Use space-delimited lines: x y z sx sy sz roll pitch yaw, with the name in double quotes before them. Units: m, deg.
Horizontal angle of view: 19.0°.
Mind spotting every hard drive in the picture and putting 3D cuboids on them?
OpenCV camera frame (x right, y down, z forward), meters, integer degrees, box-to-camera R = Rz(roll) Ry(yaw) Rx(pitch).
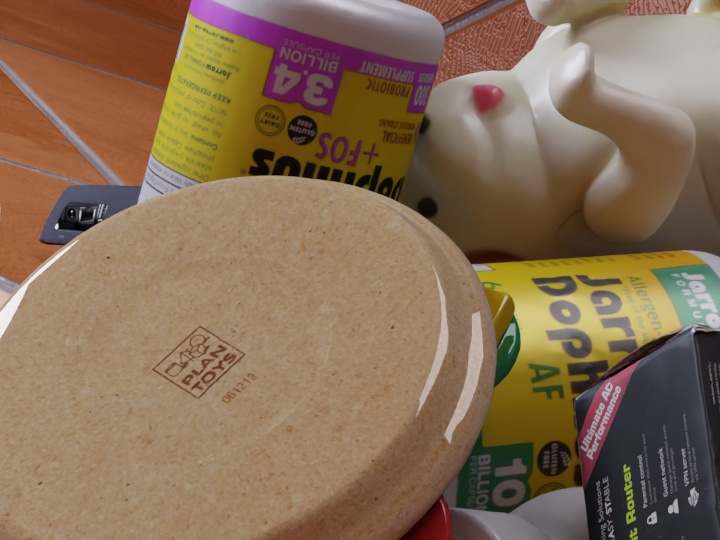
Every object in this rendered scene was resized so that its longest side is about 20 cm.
"hard drive" -0.076 -0.023 1.283 0.199 0.043 0.135 5 0 32

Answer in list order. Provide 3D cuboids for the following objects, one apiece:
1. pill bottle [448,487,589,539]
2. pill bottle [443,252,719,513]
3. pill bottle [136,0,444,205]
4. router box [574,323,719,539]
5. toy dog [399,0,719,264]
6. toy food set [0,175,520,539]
"pill bottle" 0.101 0.135 0.739 0.199 0.113 0.113 14 11 -36
"pill bottle" 0.095 0.051 0.831 0.199 0.113 0.113 -3 17 -19
"pill bottle" -0.040 -0.020 0.880 0.104 0.201 0.104 15 11 -3
"router box" 0.149 0.128 0.655 0.149 0.201 0.062 15 -33 -30
"toy dog" 0.109 -0.052 0.924 0.199 0.140 0.194 -13 -32 -1
"toy food set" -0.047 0.047 0.713 0.197 0.200 0.049 12 -38 29
